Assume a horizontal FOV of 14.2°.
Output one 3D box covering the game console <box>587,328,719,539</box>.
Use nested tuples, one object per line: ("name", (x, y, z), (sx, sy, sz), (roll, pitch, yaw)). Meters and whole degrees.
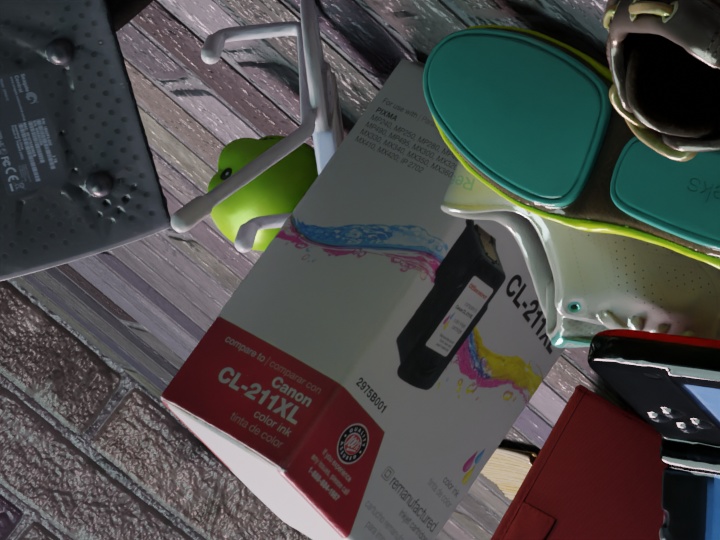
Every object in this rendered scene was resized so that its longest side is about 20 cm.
("game console", (0.196, 0.114, 1.178), (0.200, 0.119, 0.172), (7, 161, 30))

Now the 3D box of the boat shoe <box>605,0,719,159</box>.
("boat shoe", (0.110, -0.072, 0.938), (0.072, 0.060, 0.200), (37, 170, 0))

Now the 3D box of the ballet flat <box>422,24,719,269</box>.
("ballet flat", (0.110, -0.041, 1.140), (0.200, 0.067, 0.067), (28, -175, 40))

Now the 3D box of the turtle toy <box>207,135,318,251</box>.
("turtle toy", (0.000, 0.000, 1.537), (0.200, 0.146, 0.101), (33, 148, 27))

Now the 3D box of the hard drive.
("hard drive", (-0.195, -0.057, 1.291), (0.042, 0.200, 0.135), (-90, -14, -66))

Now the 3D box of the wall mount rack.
("wall mount rack", (-0.043, -0.024, 1.381), (0.174, 0.075, 0.200), (-91, -7, -56))

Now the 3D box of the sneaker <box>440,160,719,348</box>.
("sneaker", (0.121, 0.007, 1.224), (0.200, 0.089, 0.075), (39, 169, -8))

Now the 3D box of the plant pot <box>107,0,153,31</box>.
("plant pot", (-0.212, -0.163, 1.378), (0.200, 0.177, 0.200), (42, 171, -18))

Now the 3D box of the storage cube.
("storage cube", (0.158, 0.195, 1.666), (0.180, 0.200, 0.171), (30, 169, 8))

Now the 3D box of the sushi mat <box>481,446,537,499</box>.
("sushi mat", (0.126, 0.157, 2.120), (0.096, 0.012, 0.200), (41, 170, -13))

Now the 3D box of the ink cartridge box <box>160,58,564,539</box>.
("ink cartridge box", (0.019, 0.025, 1.347), (0.083, 0.200, 0.146), (27, 167, 35))
